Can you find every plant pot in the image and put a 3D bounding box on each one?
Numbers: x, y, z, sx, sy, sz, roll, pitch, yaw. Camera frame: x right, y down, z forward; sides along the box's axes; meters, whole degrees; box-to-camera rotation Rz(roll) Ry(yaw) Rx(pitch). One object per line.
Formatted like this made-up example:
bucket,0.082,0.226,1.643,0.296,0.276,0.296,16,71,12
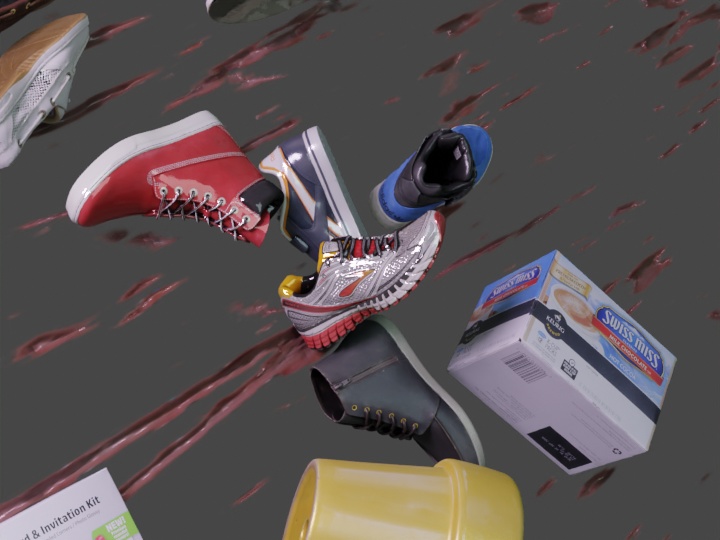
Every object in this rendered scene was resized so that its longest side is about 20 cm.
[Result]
plant pot,0.028,0.263,1.200,0.187,0.201,0.203,16,63,-10

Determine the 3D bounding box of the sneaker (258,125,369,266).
sneaker,-0.037,-0.043,1.339,0.079,0.079,0.202,-23,103,6

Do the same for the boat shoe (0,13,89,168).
boat shoe,-0.305,-0.168,1.214,0.070,0.070,0.201,61,37,-31

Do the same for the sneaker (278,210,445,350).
sneaker,0.000,0.000,1.266,0.082,0.199,0.078,49,25,-15

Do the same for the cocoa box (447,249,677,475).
cocoa box,0.222,0.103,1.416,0.200,0.133,0.132,40,54,-15

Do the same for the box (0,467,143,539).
box,-0.238,0.292,1.094,0.155,0.041,0.202,-25,86,-38

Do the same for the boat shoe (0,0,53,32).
boat shoe,-0.325,-0.280,1.238,0.070,0.070,0.201,42,53,-12

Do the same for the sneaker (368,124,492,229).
sneaker,0.105,-0.120,1.438,0.199,0.111,0.077,-32,91,-38

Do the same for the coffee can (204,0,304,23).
coffee can,-0.125,-0.384,1.363,0.145,0.146,0.202,-16,81,-37

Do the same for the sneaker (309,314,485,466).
sneaker,0.035,0.153,1.318,0.106,0.075,0.201,-36,84,-33

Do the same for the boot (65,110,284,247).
boot,-0.168,-0.063,1.235,0.144,0.073,0.199,47,49,14
